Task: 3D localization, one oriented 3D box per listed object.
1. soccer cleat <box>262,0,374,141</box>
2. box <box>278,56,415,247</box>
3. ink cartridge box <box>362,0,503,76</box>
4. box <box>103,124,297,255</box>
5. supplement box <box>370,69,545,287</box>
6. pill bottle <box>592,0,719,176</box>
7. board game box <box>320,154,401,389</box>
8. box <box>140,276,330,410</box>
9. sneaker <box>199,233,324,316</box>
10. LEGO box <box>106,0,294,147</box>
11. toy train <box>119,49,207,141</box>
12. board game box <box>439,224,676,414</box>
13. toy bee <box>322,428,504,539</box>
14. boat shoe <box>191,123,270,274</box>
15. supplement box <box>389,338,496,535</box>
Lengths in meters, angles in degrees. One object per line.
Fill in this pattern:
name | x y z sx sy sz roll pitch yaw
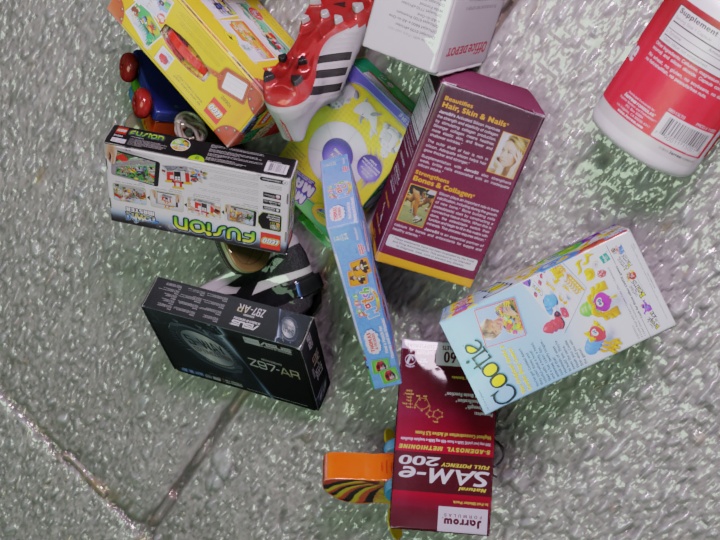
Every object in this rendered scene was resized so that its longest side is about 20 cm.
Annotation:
soccer cleat | -0.038 -0.218 1.044 0.068 0.200 0.085 15 144 21
box | -0.021 -0.124 1.127 0.117 0.048 0.200 44 121 8
ink cartridge box | 0.090 -0.300 0.961 0.084 0.145 0.201 25 115 19
box | -0.170 -0.085 1.078 0.199 0.035 0.110 12 134 3
supplement box | 0.094 -0.098 1.032 0.110 0.086 0.201 16 115 -11
pill bottle | 0.306 -0.193 0.905 0.112 0.112 0.200 37 117 12
board game box | 0.000 0.000 1.061 0.036 0.151 0.201 -13 121 3
box | -0.142 0.088 1.190 0.199 0.044 0.160 14 150 14
sneaker | -0.132 0.049 1.217 0.200 0.073 0.112 -31 89 29
LEGO box | -0.149 -0.242 1.095 0.200 0.149 0.077 49 119 6
toy train | -0.226 -0.154 1.160 0.200 0.084 0.116 63 141 38
board game box | 0.190 0.046 1.002 0.199 0.103 0.105 -26 92 8
toy bee | 0.059 0.252 1.164 0.199 0.131 0.109 12 142 19
boat shoe | -0.156 -0.082 1.182 0.065 0.073 0.201 -39 59 49
supplement box | 0.091 0.179 1.089 0.108 0.061 0.201 3 79 4
